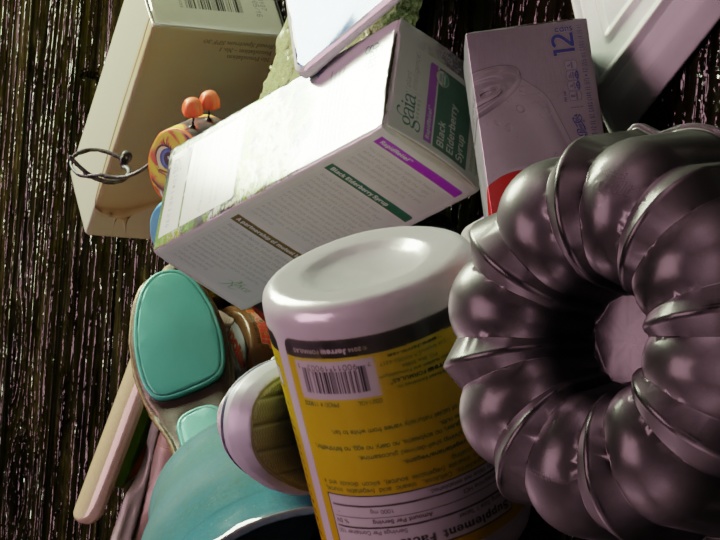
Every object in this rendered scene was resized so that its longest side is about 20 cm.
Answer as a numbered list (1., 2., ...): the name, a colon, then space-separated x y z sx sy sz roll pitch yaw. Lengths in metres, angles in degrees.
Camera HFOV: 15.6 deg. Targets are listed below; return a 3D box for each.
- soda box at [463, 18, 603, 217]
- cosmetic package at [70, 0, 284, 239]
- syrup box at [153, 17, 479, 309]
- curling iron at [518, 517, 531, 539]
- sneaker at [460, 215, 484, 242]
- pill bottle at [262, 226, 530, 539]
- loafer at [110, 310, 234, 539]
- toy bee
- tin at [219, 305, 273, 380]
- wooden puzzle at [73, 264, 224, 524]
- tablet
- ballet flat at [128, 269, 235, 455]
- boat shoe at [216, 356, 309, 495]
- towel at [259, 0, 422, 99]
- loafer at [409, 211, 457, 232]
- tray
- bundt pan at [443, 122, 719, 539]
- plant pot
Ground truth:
1. soda box: 0.094 -0.019 1.307 0.068 0.063 0.201 85 178 -80
2. cosmetic package: -0.131 -0.117 1.873 0.073 0.103 0.201 -108 29 -43
3. syrup box: -0.023 -0.058 1.518 0.199 0.081 0.079 -26 44 38
4. curling iron: 0.078 0.163 1.423 0.050 0.025 0.201 155 116 -62
5. sneaker: 0.058 0.034 1.422 0.200 0.074 0.100 143 126 -63
6. pill bottle: 0.025 0.088 1.346 0.112 0.112 0.201 -146 39 -64
7. loafer: -0.115 0.124 1.779 0.072 0.063 0.201 -45 -25 -82
8. toy bee: -0.104 -0.055 1.729 0.131 0.199 0.109 -60 -7 -54
9. tin: -0.091 0.113 1.835 0.112 0.042 0.201 -117 36 -43
10. wooden puzzle: -0.138 0.072 1.843 0.200 0.037 0.186 -61 -8 -77
11. tablet: 0.028 -0.208 1.488 0.200 0.014 0.131 -37 42 29
12. ballet flat: -0.101 0.094 1.687 0.073 0.067 0.201 81 166 -55
13. boat shoe: -0.036 0.083 1.431 0.066 0.200 0.074 4 88 27
14. towel: -0.012 -0.139 1.644 0.149 0.036 0.201 -116 44 -57
15. loafer: 0.000 0.000 1.576 0.200 0.070 0.069 169 102 -67
16. tray: 0.150 -0.159 1.291 0.200 0.022 0.108 125 143 -53
17. bundt pan: 0.116 0.031 1.177 0.201 0.076 0.203 -2 87 42
18. plant pot: -0.046 0.180 1.523 0.188 0.199 0.201 -119 38 -63
